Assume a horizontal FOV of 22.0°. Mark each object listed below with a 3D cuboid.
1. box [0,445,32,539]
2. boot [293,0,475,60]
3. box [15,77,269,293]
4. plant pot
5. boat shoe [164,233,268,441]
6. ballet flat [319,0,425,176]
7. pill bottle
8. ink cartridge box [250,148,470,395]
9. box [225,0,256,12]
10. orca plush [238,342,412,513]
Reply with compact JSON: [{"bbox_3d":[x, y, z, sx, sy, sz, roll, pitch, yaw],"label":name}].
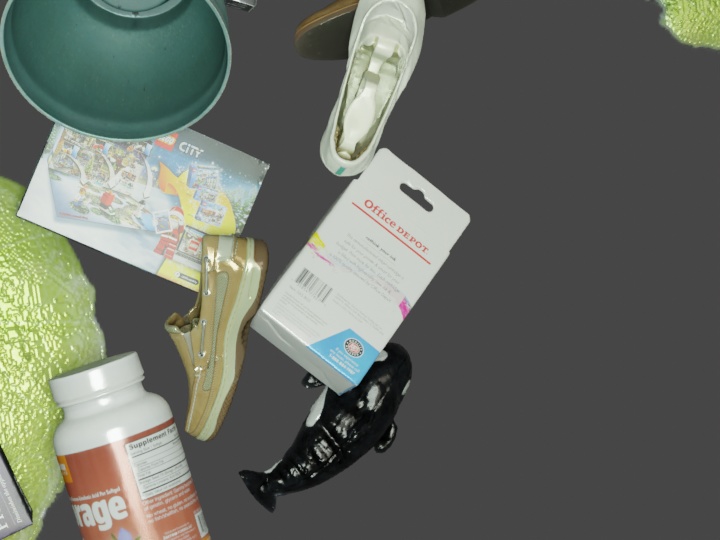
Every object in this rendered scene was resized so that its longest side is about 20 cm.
[{"bbox_3d":[-0.396,0.163,1.653,0.140,0.079,0.201,-25,95,-8],"label":"box"},{"bbox_3d":[0.021,-0.263,1.760,0.199,0.074,0.076,-24,65,-7],"label":"boot"},{"bbox_3d":[-0.201,-0.074,1.714,0.199,0.038,0.138,24,85,-11],"label":"box"},{"bbox_3d":[-0.208,-0.233,1.632,0.198,0.135,0.201,1,133,1],"label":"plant pot"},{"bbox_3d":[-0.143,0.058,1.692,0.075,0.072,0.202,11,106,-15],"label":"boat shoe"},{"bbox_3d":[0.015,-0.181,1.686,0.069,0.069,0.202,18,92,-11],"label":"ballet flat"},{"bbox_3d":[-0.212,0.181,1.673,0.111,0.112,0.202,-18,93,-11],"label":"pill bottle"},{"bbox_3d":[0.000,0.000,1.727,0.115,0.068,0.201,38,71,-4],"label":"ink cartridge box"},{"bbox_3d":[-0.174,-0.343,1.716,0.198,0.046,0.161,13,87,-12],"label":"box"},{"bbox_3d":[-0.025,0.144,1.733,0.199,0.071,0.106,-30,96,-11],"label":"orca plush"}]
